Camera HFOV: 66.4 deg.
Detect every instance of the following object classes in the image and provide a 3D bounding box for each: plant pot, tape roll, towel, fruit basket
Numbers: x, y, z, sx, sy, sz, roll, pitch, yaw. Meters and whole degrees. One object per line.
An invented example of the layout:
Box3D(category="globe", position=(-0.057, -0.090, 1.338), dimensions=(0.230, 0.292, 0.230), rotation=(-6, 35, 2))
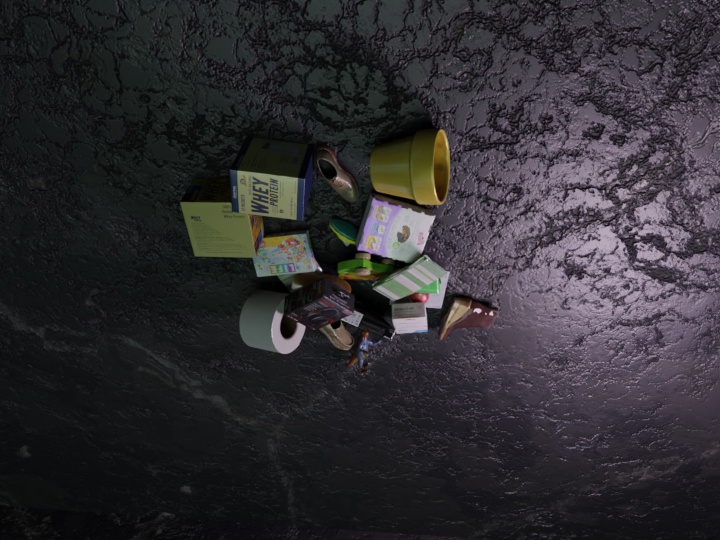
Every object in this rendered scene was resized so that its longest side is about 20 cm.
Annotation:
Box3D(category="plant pot", position=(0.133, -0.282, 1.506), dimensions=(0.188, 0.201, 0.201), rotation=(3, 131, 21))
Box3D(category="tape roll", position=(-0.296, 0.173, 1.872), dimensions=(0.139, 0.203, 0.203), rotation=(7, 134, 27))
Box3D(category="towel", position=(0.152, 0.027, 1.718), dimensions=(0.200, 0.023, 0.152), rotation=(-31, 145, 21))
Box3D(category="fruit basket", position=(0.195, 0.058, 1.857), dimensions=(0.184, 0.094, 0.200), rotation=(3, 145, 2))
Box3D(category="towel", position=(-0.183, 0.042, 1.886), dimensions=(0.152, 0.023, 0.200), rotation=(-20, 124, 19))

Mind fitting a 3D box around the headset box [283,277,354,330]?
Box3D(category="headset box", position=(-0.126, 0.108, 1.777), dimensions=(0.199, 0.075, 0.148), rotation=(-25, 139, 30))

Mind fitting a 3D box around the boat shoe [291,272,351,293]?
Box3D(category="boat shoe", position=(-0.132, 0.056, 1.831), dimensions=(0.199, 0.071, 0.069), rotation=(11, 140, -16))

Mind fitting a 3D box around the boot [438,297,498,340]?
Box3D(category="boot", position=(0.377, 0.188, 1.945), dimensions=(0.166, 0.072, 0.201), rotation=(16, 125, -6))

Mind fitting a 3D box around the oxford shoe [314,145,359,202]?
Box3D(category="oxford shoe", position=(-0.072, -0.265, 1.598), dimensions=(0.070, 0.075, 0.200), rotation=(-27, 123, 23))

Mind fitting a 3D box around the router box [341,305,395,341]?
Box3D(category="router box", position=(0.010, 0.169, 1.906), dimensions=(0.199, 0.149, 0.051), rotation=(26, 92, -16))

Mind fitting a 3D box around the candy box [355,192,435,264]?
Box3D(category="candy box", position=(0.104, -0.124, 1.669), dimensions=(0.199, 0.072, 0.168), rotation=(15, 108, -11))

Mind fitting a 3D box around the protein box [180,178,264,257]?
Box3D(category="protein box", position=(-0.412, -0.160, 1.669), dimensions=(0.197, 0.135, 0.201), rotation=(1, 130, 4))

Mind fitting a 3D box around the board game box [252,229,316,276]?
Box3D(category="board game box", position=(-0.254, -0.054, 1.785), dimensions=(0.199, 0.034, 0.135), rotation=(-6, 115, 12))

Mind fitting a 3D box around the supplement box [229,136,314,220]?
Box3D(category="supplement box", position=(-0.241, -0.259, 1.533), dimensions=(0.199, 0.200, 0.135), rotation=(7, 129, -1))

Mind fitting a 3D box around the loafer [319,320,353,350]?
Box3D(category="loafer", position=(-0.089, 0.217, 1.999), dimensions=(0.067, 0.076, 0.200), rotation=(-30, 122, 33))

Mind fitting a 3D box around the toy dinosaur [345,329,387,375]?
Box3D(category="toy dinosaur", position=(0.000, 0.294, 2.055), dimensions=(0.199, 0.105, 0.182), rotation=(-4, 110, 23))

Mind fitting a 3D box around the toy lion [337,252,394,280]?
Box3D(category="toy lion", position=(0.000, 0.000, 1.759), dimensions=(0.191, 0.069, 0.200), rotation=(-8, 166, 39))

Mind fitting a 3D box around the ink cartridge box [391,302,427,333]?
Box3D(category="ink cartridge box", position=(0.169, 0.159, 1.881), dimensions=(0.115, 0.068, 0.200), rotation=(-4, 160, 6))

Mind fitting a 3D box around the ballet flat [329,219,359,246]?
Box3D(category="ballet flat", position=(-0.013, -0.099, 1.742), dimensions=(0.199, 0.067, 0.067), rotation=(19, 138, -14))
